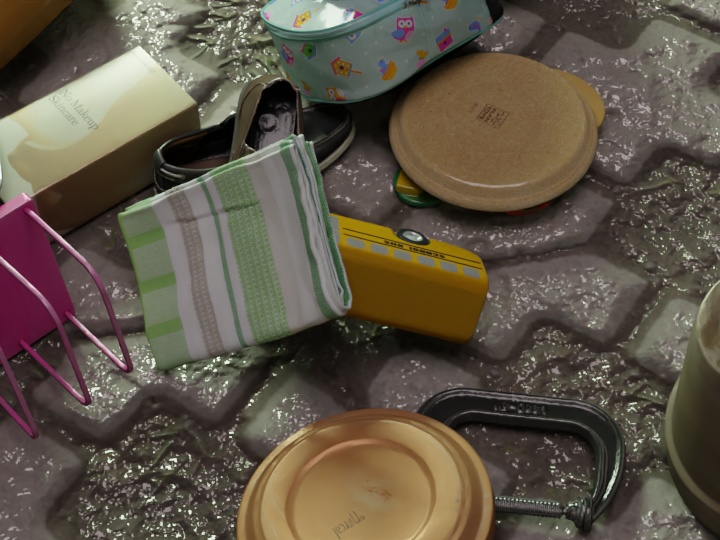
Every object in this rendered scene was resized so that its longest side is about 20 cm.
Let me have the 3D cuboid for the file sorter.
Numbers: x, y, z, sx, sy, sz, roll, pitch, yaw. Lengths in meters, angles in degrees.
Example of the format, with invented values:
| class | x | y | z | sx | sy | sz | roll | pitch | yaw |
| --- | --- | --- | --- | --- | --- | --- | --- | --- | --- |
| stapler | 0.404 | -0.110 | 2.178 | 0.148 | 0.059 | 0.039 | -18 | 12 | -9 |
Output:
| class | x | y | z | sx | sy | sz | roll | pitch | yaw |
| --- | --- | --- | --- | --- | --- | --- | --- | --- | --- |
| file sorter | -0.297 | 0.067 | 1.171 | 0.200 | 0.139 | 0.125 | -35 | 50 | -23 |

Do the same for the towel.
| class | x | y | z | sx | sy | sz | roll | pitch | yaw |
| --- | --- | --- | --- | --- | --- | --- | --- | --- | --- |
| towel | -0.107 | -0.010 | 1.204 | 0.200 | 0.031 | 0.150 | -19 | 81 | 31 |

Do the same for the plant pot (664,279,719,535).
| class | x | y | z | sx | sy | sz | roll | pitch | yaw |
| --- | --- | --- | --- | --- | --- | --- | --- | --- | --- |
| plant pot | 0.317 | 0.087 | 1.110 | 0.200 | 0.174 | 0.200 | -11 | 51 | 14 |

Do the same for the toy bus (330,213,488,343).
| class | x | y | z | sx | sy | sz | roll | pitch | yaw |
| --- | --- | --- | --- | --- | --- | --- | --- | --- | --- |
| toy bus | 0.000 | 0.000 | 1.237 | 0.200 | 0.065 | 0.078 | 14 | 24 | -11 |

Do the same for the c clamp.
| class | x | y | z | sx | sy | sz | roll | pitch | yaw |
| --- | --- | --- | --- | --- | --- | --- | --- | --- | --- |
| c clamp | 0.112 | 0.166 | 1.178 | 0.199 | 0.027 | 0.171 | 1 | 48 | 3 |

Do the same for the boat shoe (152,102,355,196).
| class | x | y | z | sx | sy | sz | roll | pitch | yaw |
| --- | --- | --- | --- | --- | --- | --- | --- | --- | --- |
| boat shoe | -0.095 | -0.114 | 1.361 | 0.200 | 0.068 | 0.072 | -21 | 51 | -17 |

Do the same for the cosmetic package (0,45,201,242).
| class | x | y | z | sx | sy | sz | roll | pitch | yaw |
| --- | --- | --- | --- | --- | --- | --- | --- | --- | --- |
| cosmetic package | -0.253 | -0.111 | 1.357 | 0.200 | 0.071 | 0.105 | -34 | 59 | -22 |

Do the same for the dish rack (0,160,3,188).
| class | x | y | z | sx | sy | sz | roll | pitch | yaw |
| --- | --- | --- | --- | --- | --- | --- | --- | --- | --- |
| dish rack | -0.379 | -0.068 | 1.265 | 0.172 | 0.044 | 0.200 | -44 | 35 | 14 |

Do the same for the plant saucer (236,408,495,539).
| class | x | y | z | sx | sy | sz | roll | pitch | yaw |
| --- | --- | --- | --- | --- | --- | --- | --- | --- | --- |
| plant saucer | 0.002 | 0.183 | 1.134 | 0.200 | 0.032 | 0.201 | -7 | 45 | 7 |

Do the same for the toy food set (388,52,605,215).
| class | x | y | z | sx | sy | sz | roll | pitch | yaw |
| --- | --- | --- | --- | --- | --- | --- | --- | --- | --- |
| toy food set | 0.121 | -0.129 | 1.380 | 0.198 | 0.049 | 0.200 | 12 | 55 | 10 |

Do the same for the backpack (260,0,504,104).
| class | x | y | z | sx | sy | sz | roll | pitch | yaw |
| --- | --- | --- | --- | --- | --- | --- | --- | --- | --- |
| backpack | 0.009 | -0.249 | 1.395 | 0.200 | 0.153 | 0.176 | -42 | 37 | -19 |

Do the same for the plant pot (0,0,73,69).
| class | x | y | z | sx | sy | sz | roll | pitch | yaw |
| --- | --- | --- | --- | --- | --- | --- | --- | --- | --- |
| plant pot | -0.357 | -0.296 | 1.437 | 0.200 | 0.200 | 0.183 | 23 | 73 | 17 |

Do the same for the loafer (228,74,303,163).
| class | x | y | z | sx | sy | sz | roll | pitch | yaw |
| --- | --- | --- | --- | --- | --- | --- | --- | --- | --- |
| loafer | -0.085 | -0.080 | 1.293 | 0.073 | 0.071 | 0.200 | 2 | 81 | -12 |
